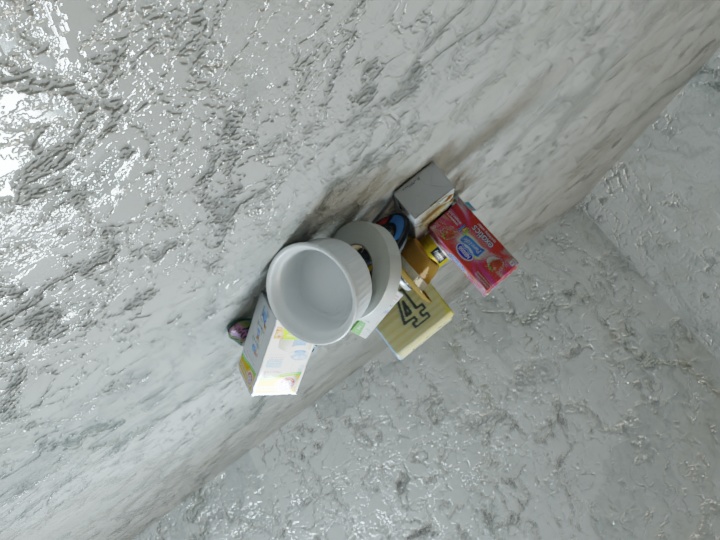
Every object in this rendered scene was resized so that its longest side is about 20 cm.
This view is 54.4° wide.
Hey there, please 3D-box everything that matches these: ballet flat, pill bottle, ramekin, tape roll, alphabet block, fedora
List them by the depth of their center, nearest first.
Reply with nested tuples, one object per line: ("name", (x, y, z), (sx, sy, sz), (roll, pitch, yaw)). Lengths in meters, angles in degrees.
("ramekin", (-0.074, 0.033, 1.354), (0.201, 0.201, 0.098), (-47, 172, 33))
("tape roll", (-0.002, 0.001, 1.425), (0.037, 0.204, 0.203), (9, 135, -46))
("ballet flat", (-0.239, 0.154, 1.576), (0.069, 0.071, 0.200), (-35, 167, -1))
("fedora", (0.124, -0.016, 1.609), (0.082, 0.201, 0.201), (-40, 167, 4))
("pill bottle", (0.162, -0.051, 1.756), (0.200, 0.112, 0.112), (-39, 167, 9))
("alphabet block", (0.130, 0.118, 2.006), (0.200, 0.197, 0.195), (-38, 171, -2))

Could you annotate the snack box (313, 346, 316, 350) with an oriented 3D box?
("snack box", (-0.096, 0.101, 1.692), (0.037, 0.117, 0.200), (14, 145, -15))

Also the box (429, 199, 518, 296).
("box", (0.256, -0.050, 1.602), (0.100, 0.200, 0.095), (-40, 169, 0))

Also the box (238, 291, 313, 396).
("box", (-0.173, 0.156, 1.483), (0.112, 0.101, 0.201), (5, 120, -32))

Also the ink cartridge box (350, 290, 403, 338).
("ink cartridge box", (0.039, 0.076, 1.851), (0.200, 0.067, 0.117), (-50, 155, 3))

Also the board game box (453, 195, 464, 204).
("board game box", (0.182, -0.126, 1.873), (0.199, 0.035, 0.126), (-26, 161, -44))

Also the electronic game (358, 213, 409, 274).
("electronic game", (0.029, -0.045, 1.517), (0.200, 0.042, 0.201), (-39, -156, 21))

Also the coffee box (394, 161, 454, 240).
("coffee box", (0.143, -0.149, 1.582), (0.114, 0.080, 0.200), (-38, 167, -3))

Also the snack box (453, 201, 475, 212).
("snack box", (0.213, -0.101, 1.882), (0.200, 0.037, 0.116), (-48, 165, 29))
